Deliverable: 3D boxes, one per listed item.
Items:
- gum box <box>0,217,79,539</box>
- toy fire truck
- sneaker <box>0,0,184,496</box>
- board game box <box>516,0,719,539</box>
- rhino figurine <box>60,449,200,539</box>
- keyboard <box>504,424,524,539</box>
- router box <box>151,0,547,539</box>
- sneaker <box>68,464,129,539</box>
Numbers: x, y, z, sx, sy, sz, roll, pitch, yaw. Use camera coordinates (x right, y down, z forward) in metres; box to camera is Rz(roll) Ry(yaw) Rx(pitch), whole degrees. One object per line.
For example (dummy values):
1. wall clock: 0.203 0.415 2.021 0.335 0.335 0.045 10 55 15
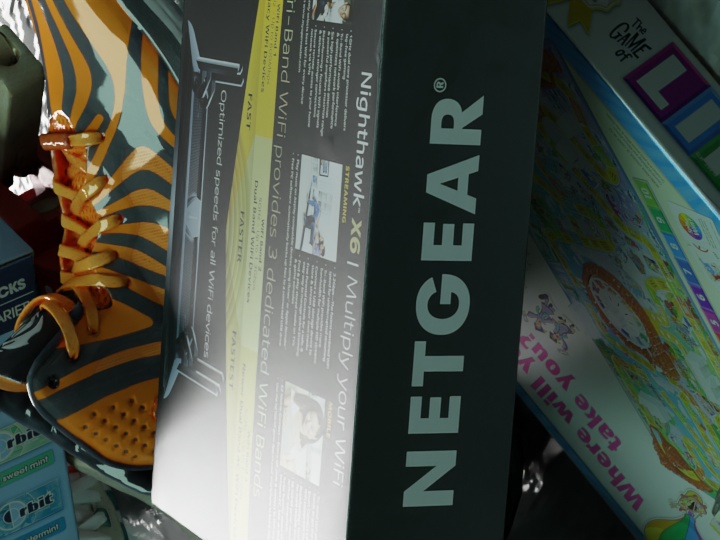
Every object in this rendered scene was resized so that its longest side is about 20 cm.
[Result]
1. gum box: -0.174 0.040 0.938 0.170 0.044 0.201 40 145 43
2. toy fire truck: -0.136 -0.049 0.920 0.200 0.049 0.141 15 132 51
3. sneaker: -0.089 -0.011 0.800 0.201 0.112 0.078 64 158 -13
4. board game box: 0.084 0.002 0.719 0.200 0.034 0.134 51 146 6
5. rhino figurine: -0.072 0.058 0.912 0.200 0.087 0.060 24 135 38
6. keyboard: 0.000 0.000 0.828 0.200 0.040 0.104 47 156 24
7. router box: -0.008 -0.009 0.698 0.157 0.052 0.201 -158 71 -64
8. sneaker: -0.136 0.118 1.023 0.200 0.070 0.094 -127 31 -54
